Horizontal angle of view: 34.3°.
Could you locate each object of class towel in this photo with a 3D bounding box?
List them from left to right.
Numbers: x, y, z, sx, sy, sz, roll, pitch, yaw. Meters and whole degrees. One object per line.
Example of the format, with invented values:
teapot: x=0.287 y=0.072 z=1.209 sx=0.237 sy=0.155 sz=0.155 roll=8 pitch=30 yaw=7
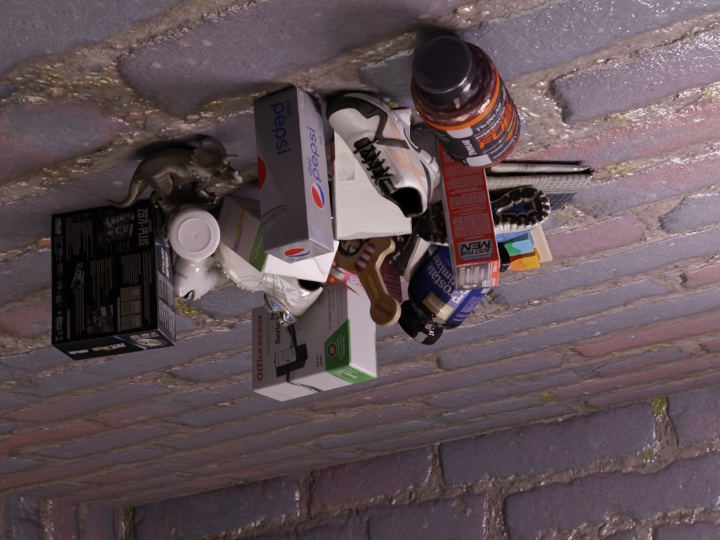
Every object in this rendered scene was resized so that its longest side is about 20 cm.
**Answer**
towel: x=0.234 y=-0.118 z=1.793 sx=0.197 sy=0.035 sz=0.193 roll=-4 pitch=164 yaw=-14

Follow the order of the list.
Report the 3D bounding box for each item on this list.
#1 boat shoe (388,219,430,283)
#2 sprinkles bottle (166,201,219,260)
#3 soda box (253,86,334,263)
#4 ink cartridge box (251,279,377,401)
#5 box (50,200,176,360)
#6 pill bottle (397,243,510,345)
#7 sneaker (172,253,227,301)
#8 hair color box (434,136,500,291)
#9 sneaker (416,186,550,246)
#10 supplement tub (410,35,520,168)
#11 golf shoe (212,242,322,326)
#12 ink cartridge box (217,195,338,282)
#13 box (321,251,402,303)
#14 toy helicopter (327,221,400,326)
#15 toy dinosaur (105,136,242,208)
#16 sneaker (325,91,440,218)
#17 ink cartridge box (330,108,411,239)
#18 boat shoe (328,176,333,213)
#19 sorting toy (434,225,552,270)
boat shoe: x=0.083 y=-0.044 z=1.894 sx=0.074 sy=0.060 sz=0.200 roll=-47 pitch=169 yaw=-15
sprinkles bottle: x=-0.235 y=-0.057 z=1.626 sx=0.067 sy=0.069 sz=0.200 roll=-3 pitch=-173 yaw=-10
soda box: x=-0.083 y=-0.116 z=1.424 sx=0.068 sy=0.203 sz=0.063 roll=-14 pitch=160 yaw=25
ink cartridge box: x=-0.077 y=0.116 z=1.871 sx=0.198 sy=0.148 sz=0.083 roll=-18 pitch=153 yaw=31
box: x=-0.361 y=0.015 z=1.704 sx=0.161 sy=0.203 sz=0.086 roll=-9 pitch=160 yaw=7
pill bottle: x=0.148 y=0.024 z=1.918 sx=0.111 sy=0.112 sz=0.201 roll=12 pitch=126 yaw=-42
sneaker: x=-0.252 y=0.002 z=1.823 sx=0.074 sy=0.088 sz=0.200 roll=28 pitch=-177 yaw=15
hair color box: x=0.144 y=-0.086 z=1.582 sx=0.063 sy=0.203 sz=0.111 roll=-7 pitch=162 yaw=2
sneaker: x=0.182 y=-0.067 z=1.743 sx=0.197 sy=0.080 sz=0.089 roll=-7 pitch=161 yaw=-2
supplement tub: x=0.122 y=-0.202 z=1.390 sx=0.106 sy=0.108 sz=0.200 roll=-12 pitch=160 yaw=17
golf shoe: x=-0.141 y=-0.005 z=1.786 sx=0.097 sy=0.079 sz=0.200 roll=-36 pitch=128 yaw=19
ink cartridge box: x=-0.135 y=-0.054 z=1.702 sx=0.116 sy=0.068 sz=0.200 roll=9 pitch=-165 yaw=-37
box: x=-0.033 y=0.009 z=1.953 sx=0.199 sy=0.097 sz=0.099 roll=13 pitch=154 yaw=-43
toy helicopter: x=0.000 y=0.000 z=1.779 sx=0.131 sy=0.202 sz=0.079 roll=-30 pitch=156 yaw=13
toy dinosaur: x=-0.246 y=-0.133 z=1.551 sx=0.197 sy=0.078 sz=0.103 roll=-3 pitch=149 yaw=7
sneaker: x=0.030 y=-0.147 z=1.487 sx=0.073 sy=0.081 sz=0.200 roll=-24 pitch=128 yaw=39
ink cartridge box: x=0.014 y=-0.139 z=1.583 sx=0.107 sy=0.051 sz=0.202 roll=-5 pitch=128 yaw=-4
boat shoe: x=-0.060 y=-0.100 z=1.671 sx=0.074 sy=0.063 sz=0.199 roll=-39 pitch=147 yaw=25
sorting toy: x=0.234 y=-0.028 z=2.026 sx=0.183 sy=0.037 sz=0.200 roll=-11 pitch=160 yaw=13
